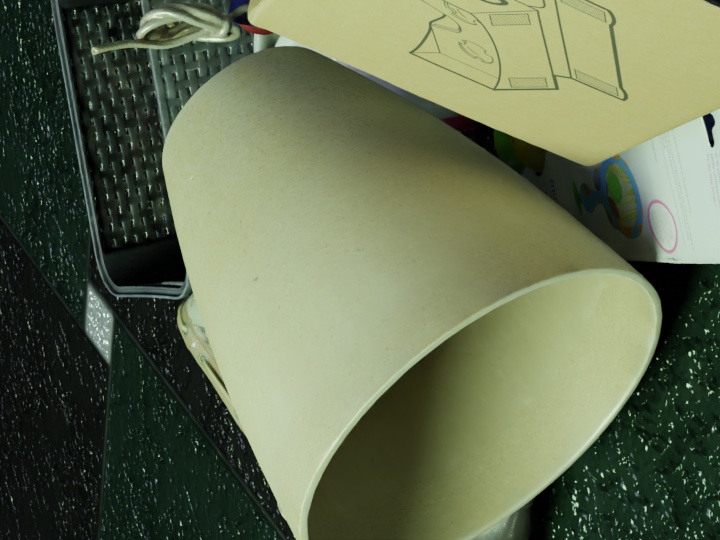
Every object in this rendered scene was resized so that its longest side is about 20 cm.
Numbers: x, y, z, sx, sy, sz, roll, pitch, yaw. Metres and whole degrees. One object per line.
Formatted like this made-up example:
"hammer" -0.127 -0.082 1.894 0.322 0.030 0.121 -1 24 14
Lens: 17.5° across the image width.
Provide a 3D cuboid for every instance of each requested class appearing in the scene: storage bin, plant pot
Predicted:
"storage bin" -0.101 -0.091 1.362 0.135 0.093 0.201 1 101 62
"plant pot" 0.000 0.000 1.041 0.200 0.187 0.188 51 143 30

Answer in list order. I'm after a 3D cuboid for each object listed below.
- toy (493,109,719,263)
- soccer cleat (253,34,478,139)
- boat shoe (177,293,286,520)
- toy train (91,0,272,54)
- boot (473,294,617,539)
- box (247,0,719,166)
"toy" 0.119 -0.065 1.010 0.200 0.047 0.116 0 105 67
"soccer cleat" -0.006 -0.102 1.203 0.200 0.070 0.087 5 106 62
"boat shoe" -0.027 0.086 1.282 0.063 0.073 0.201 -39 79 40
"toy train" -0.034 -0.165 1.095 0.085 0.199 0.116 18 112 59
"boot" 0.054 0.046 1.172 0.200 0.069 0.175 49 136 36
"box" 0.058 -0.095 0.863 0.200 0.163 0.021 -23 47 69
